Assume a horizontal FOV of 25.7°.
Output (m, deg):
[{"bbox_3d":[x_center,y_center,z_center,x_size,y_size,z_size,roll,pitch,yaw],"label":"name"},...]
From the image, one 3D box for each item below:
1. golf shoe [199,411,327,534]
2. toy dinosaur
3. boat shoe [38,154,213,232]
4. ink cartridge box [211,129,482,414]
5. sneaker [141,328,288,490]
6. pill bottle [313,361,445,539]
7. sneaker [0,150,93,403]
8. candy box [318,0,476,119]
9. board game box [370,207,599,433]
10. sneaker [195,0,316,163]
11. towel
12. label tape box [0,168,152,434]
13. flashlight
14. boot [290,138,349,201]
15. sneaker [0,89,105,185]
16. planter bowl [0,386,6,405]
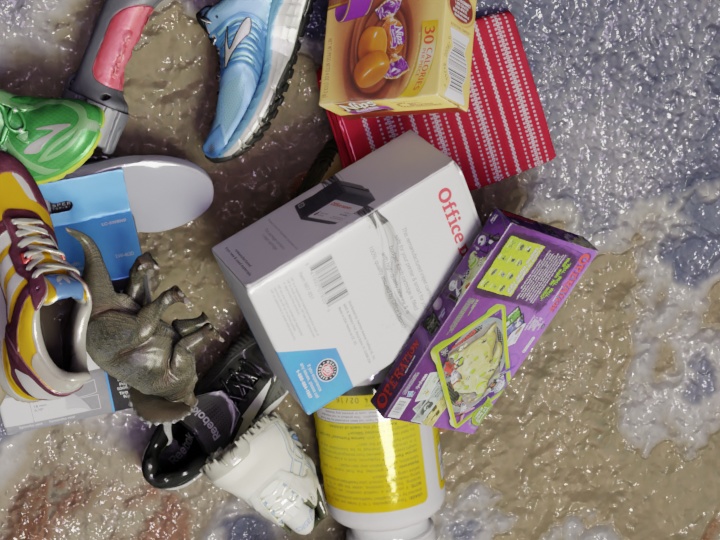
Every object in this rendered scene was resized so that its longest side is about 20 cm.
[{"bbox_3d":[-0.070,0.180,1.349,0.078,0.200,0.097,-39,75,5],"label":"golf shoe"},{"bbox_3d":[-0.176,0.053,1.259,0.102,0.077,0.200,-42,118,-3],"label":"toy dinosaur"},{"bbox_3d":[-0.226,-0.070,1.329,0.199,0.057,0.069,-6,122,-13],"label":"boat shoe"},{"bbox_3d":[0.000,0.000,1.306,0.200,0.084,0.145,-31,126,-11],"label":"ink cartridge box"},{"bbox_3d":[-0.120,0.120,1.371,0.066,0.090,0.200,43,95,1],"label":"sneaker"},{"bbox_3d":[0.018,0.165,1.415,0.111,0.111,0.201,-10,104,-12],"label":"pill bottle"},{"bbox_3d":[-0.248,-0.001,1.215,0.075,0.090,0.201,-13,89,-44],"label":"sneaker"},{"bbox_3d":[0.035,-0.229,1.299,0.056,0.116,0.201,17,76,-57],"label":"candy box"},{"bbox_3d":[0.104,0.047,1.324,0.120,0.032,0.200,18,112,-40],"label":"board game box"},{"bbox_3d":[-0.100,-0.189,1.341,0.090,0.078,0.201,19,94,2],"label":"sneaker"},{"bbox_3d":[0.067,-0.135,1.382,0.200,0.022,0.145,-20,96,-22],"label":"towel"},{"bbox_3d":[-0.247,0.029,1.311,0.144,0.063,0.201,-12,124,-9],"label":"label tape box"},{"bbox_3d":[-0.190,-0.196,1.308,0.068,0.068,0.201,20,95,-20],"label":"flashlight"},{"bbox_3d":[0.016,0.002,1.404,0.200,0.066,0.175,34,93,-20],"label":"boot"},{"bbox_3d":[-0.305,-0.116,1.259,0.199,0.084,0.074,2,70,3],"label":"sneaker"},{"bbox_3d":[-0.393,0.071,1.232,0.200,0.135,0.201,8,114,19],"label":"planter bowl"}]
